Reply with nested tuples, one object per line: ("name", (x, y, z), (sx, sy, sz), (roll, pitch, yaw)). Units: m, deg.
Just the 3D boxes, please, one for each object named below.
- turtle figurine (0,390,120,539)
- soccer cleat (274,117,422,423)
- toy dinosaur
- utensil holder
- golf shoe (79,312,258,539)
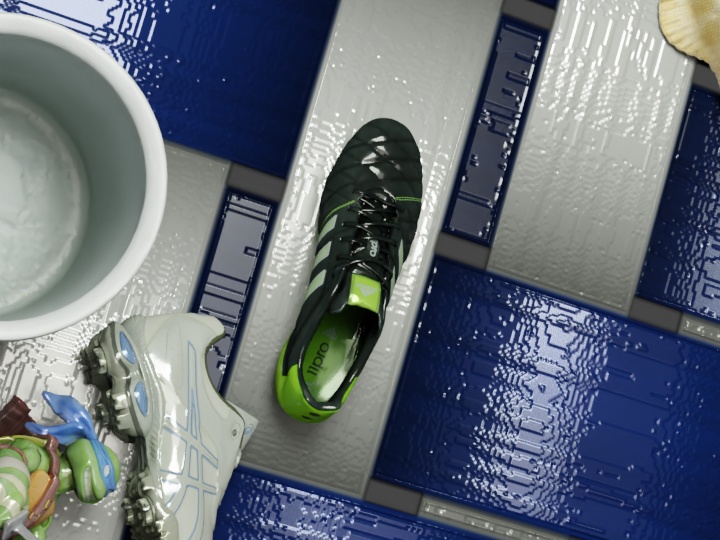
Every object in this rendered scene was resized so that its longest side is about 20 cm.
("turtle figurine", (-0.226, 0.168, 1.074), (0.193, 0.144, 0.201), (-8, 78, -9))
("soccer cleat", (0.000, 0.000, 1.182), (0.067, 0.081, 0.201), (19, 83, -15))
("toy dinosaur", (0.255, -0.168, 1.287), (0.101, 0.058, 0.201), (-16, 85, -2))
("utensil holder", (-0.209, -0.046, 1.060), (0.169, 0.200, 0.171), (0, 89, -16))
("golf shoe", (-0.100, 0.121, 1.155), (0.097, 0.078, 0.201), (-14, 94, -23))
